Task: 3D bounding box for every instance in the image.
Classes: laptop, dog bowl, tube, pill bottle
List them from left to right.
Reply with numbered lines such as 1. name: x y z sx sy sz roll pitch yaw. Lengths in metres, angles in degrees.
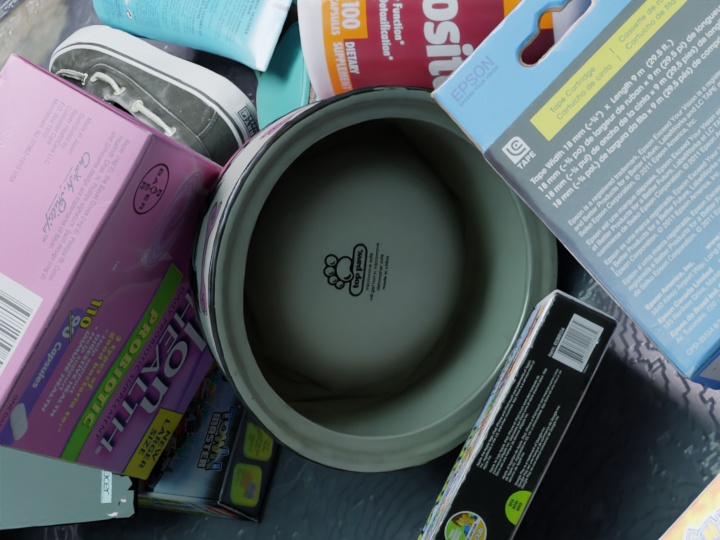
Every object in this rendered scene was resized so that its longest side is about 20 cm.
1. laptop: -0.201 0.081 1.567 0.200 0.103 0.177 132 141 -65
2. tube: -0.092 -0.159 1.537 0.200 0.050 0.077 14 88 58
3. dog bowl: 0.000 0.000 1.362 0.200 0.200 0.074 -63 28 -4
4. pill bottle: 0.076 -0.141 1.386 0.200 0.113 0.113 -2 66 15

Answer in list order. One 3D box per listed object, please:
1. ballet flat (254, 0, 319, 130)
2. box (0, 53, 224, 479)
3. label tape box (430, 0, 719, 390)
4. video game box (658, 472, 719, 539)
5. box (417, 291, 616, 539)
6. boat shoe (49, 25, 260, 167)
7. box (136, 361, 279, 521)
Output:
1. ballet flat: -0.028 -0.120 1.517 0.067 0.070 0.200 -60 30 26
2. box: -0.147 0.004 1.390 0.097 0.200 0.176 30 91 22
3. label tape box: 0.155 -0.063 1.299 0.144 0.063 0.200 -45 68 13
4. video game box: 0.239 0.132 1.186 0.200 0.047 0.182 -49 44 9
5. box: 0.062 0.110 1.299 0.035 0.110 0.200 27 85 1
6. boat shoe: -0.140 -0.096 1.577 0.064 0.071 0.200 -39 32 -23
7. box: -0.081 0.040 1.510 0.110 0.035 0.200 2 70 42
